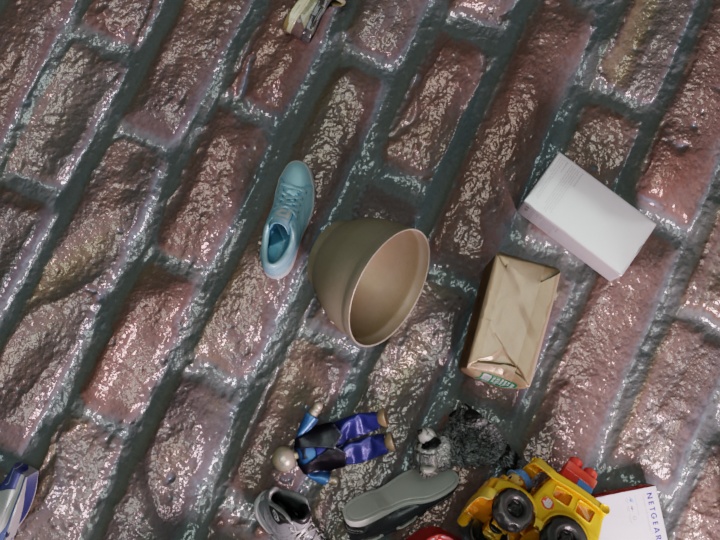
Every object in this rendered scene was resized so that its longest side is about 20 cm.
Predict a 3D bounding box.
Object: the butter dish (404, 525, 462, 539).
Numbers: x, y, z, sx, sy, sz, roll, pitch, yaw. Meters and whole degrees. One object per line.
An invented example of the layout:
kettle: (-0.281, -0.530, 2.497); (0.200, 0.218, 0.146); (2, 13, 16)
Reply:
butter dish: (0.111, 0.469, 1.471); (0.199, 0.148, 0.200); (36, 107, -22)

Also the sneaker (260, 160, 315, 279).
sneaker: (-0.118, -0.088, 1.577); (0.072, 0.082, 0.204); (10, 82, 1)

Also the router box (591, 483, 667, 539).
router box: (0.397, 0.454, 1.516); (0.176, 0.049, 0.204); (-11, 82, -1)

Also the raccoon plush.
raccoon plush: (0.173, 0.307, 1.507); (0.199, 0.097, 0.134); (40, 79, 6)

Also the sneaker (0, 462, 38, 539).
sneaker: (-0.597, 0.395, 1.511); (0.113, 0.081, 0.203); (21, 84, 1)

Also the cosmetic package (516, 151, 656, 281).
cosmetic package: (0.368, -0.087, 1.574); (0.199, 0.085, 0.108); (39, 84, 5)

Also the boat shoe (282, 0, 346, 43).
boat shoe: (-0.053, -0.476, 1.642); (0.066, 0.072, 0.202); (38, 84, -5)

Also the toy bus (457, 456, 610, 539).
toy bus: (0.272, 0.354, 1.444); (0.198, 0.136, 0.193); (32, 56, 5)

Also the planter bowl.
planter bowl: (0.000, 0.000, 1.524); (0.134, 0.200, 0.202); (30, 82, 32)

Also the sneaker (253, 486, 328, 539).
sneaker: (-0.084, 0.414, 1.482); (0.200, 0.116, 0.075); (44, 59, 6)

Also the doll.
doll: (-0.048, 0.276, 1.542); (0.197, 0.048, 0.139); (-18, 91, 4)

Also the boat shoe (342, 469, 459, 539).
boat shoe: (0.067, 0.373, 1.522); (0.197, 0.074, 0.061); (-21, 124, -19)

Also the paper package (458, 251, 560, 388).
paper package: (0.227, 0.083, 1.494); (0.102, 0.200, 0.194); (15, 83, 3)
